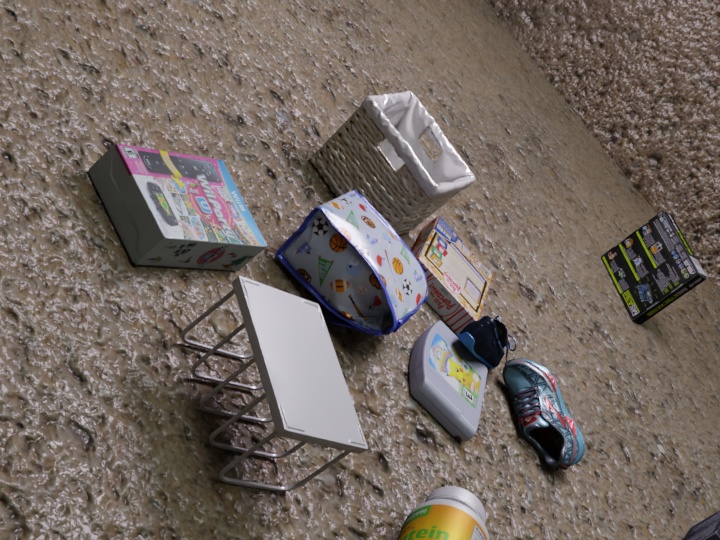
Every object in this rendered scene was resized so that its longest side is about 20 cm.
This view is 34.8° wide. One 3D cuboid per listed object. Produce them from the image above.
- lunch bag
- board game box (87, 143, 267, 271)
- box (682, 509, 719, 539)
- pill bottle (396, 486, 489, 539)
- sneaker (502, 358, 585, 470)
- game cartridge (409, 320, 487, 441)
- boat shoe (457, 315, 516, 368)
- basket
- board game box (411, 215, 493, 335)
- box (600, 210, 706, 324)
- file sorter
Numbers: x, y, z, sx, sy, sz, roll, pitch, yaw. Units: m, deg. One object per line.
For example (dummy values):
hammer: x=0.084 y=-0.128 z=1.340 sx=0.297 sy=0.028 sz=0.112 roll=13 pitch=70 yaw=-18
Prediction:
lunch bag: x=0.000 y=0.000 z=1.664 sx=0.200 sy=0.124 sz=0.170 roll=44 pitch=25 yaw=4
board game box: x=-0.229 y=-0.078 z=1.463 sx=0.200 sy=0.064 sz=0.148 roll=4 pitch=53 yaw=-58
box: x=0.665 y=0.544 z=2.040 sx=0.200 sy=0.104 sz=0.182 roll=56 pitch=25 yaw=12
pill bottle: x=0.093 y=0.344 z=1.372 sx=0.111 sy=0.111 sz=0.200 roll=48 pitch=26 yaw=-6
sneaker: x=0.294 y=0.232 z=1.882 sx=0.200 sy=0.079 sz=0.095 roll=57 pitch=29 yaw=13
game cartridge: x=0.134 y=0.161 z=1.768 sx=0.133 sy=0.040 sz=0.200 roll=42 pitch=27 yaw=-10
boat shoe: x=0.216 y=0.115 z=1.871 sx=0.084 sy=0.069 sz=0.200 roll=48 pitch=6 yaw=11
basket: x=0.056 y=-0.175 z=1.938 sx=0.199 sy=0.161 sz=0.200 roll=54 pitch=27 yaw=7
board game box: x=0.153 y=0.006 z=1.987 sx=0.152 sy=0.046 sz=0.200 roll=47 pitch=26 yaw=-8
box: x=0.683 y=-0.008 z=2.693 sx=0.047 sy=0.193 sz=0.201 roll=21 pitch=37 yaw=-41
file sorter: x=-0.105 y=0.136 z=1.309 sx=0.138 sy=0.124 sz=0.201 roll=21 pitch=38 yaw=-47
